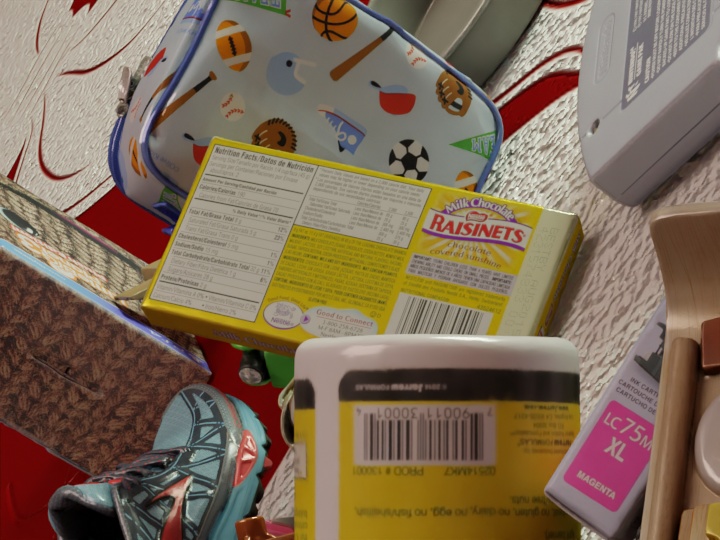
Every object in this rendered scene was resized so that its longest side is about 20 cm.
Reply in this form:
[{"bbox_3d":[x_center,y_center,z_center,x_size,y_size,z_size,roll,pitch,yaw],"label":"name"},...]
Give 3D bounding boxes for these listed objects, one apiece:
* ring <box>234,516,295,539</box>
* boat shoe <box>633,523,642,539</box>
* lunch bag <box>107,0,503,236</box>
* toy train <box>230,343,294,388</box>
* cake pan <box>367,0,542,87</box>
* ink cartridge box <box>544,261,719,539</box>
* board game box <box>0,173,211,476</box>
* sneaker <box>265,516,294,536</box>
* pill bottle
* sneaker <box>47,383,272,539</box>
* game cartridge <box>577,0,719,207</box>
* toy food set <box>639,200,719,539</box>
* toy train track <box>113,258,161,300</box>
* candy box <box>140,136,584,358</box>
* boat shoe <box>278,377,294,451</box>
[{"bbox_3d":[-0.018,0.118,1.305,0.200,0.199,0.019,-28,73,56],"label":"ring"},{"bbox_3d":[0.136,0.102,1.087,0.200,0.074,0.066,-57,17,4],"label":"boat shoe"},{"bbox_3d":[-0.033,-0.065,1.572,0.161,0.199,0.075,-63,19,-14],"label":"lunch bag"},{"bbox_3d":[-0.025,-0.011,1.698,0.056,0.042,0.201,3,46,17],"label":"toy train"},{"bbox_3d":[0.060,-0.166,1.746,0.200,0.037,0.201,-50,21,26],"label":"cake pan"},{"bbox_3d":[0.150,0.017,1.136,0.201,0.042,0.119,-56,-22,1],"label":"ink cartridge box"},{"bbox_3d":[-0.199,0.034,1.903,0.097,0.159,0.200,-55,20,8],"label":"board game box"},{"bbox_3d":[-0.046,0.204,1.411,0.201,0.079,0.096,-74,4,-49],"label":"sneaker"},{"bbox_3d":[0.030,0.127,1.154,0.114,0.114,0.202,173,98,-66],"label":"pill bottle"},{"bbox_3d":[-0.105,0.120,1.482,0.079,0.095,0.201,-43,24,35],"label":"sneaker"},{"bbox_3d":[0.158,-0.126,1.442,0.133,0.041,0.201,-40,26,36],"label":"game cartridge"},{"bbox_3d":[0.155,0.061,0.993,0.143,0.061,0.201,-5,53,23],"label":"toy food set"},{"bbox_3d":[-0.075,0.008,1.817,0.114,0.033,0.200,-27,12,-28],"label":"toy train track"},{"bbox_3d":[0.000,0.000,1.454,0.026,0.199,0.103,68,-140,-56],"label":"candy box"},{"bbox_3d":[-0.002,0.067,1.496,0.075,0.068,0.200,-58,19,1],"label":"boat shoe"}]
